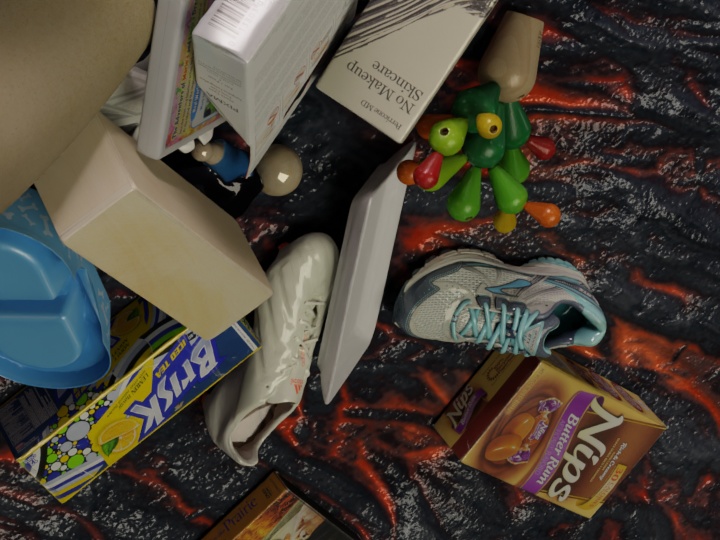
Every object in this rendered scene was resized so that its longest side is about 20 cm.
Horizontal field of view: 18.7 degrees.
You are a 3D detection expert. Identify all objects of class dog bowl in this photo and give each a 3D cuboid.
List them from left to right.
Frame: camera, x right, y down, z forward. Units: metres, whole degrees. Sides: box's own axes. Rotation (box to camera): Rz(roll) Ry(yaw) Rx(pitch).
[{"bbox_3d":[-0.240,0.010,1.553,0.111,0.050,0.200,0,143,13],"label":"dog bowl"}]

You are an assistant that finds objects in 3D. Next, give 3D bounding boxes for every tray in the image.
[{"bbox_3d":[0.000,0.000,1.730,0.107,0.022,0.201,-55,161,-55],"label":"tray"}]

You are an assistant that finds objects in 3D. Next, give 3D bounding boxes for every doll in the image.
[{"bbox_3d":[-0.131,-0.054,1.608,0.199,0.049,0.137,-15,149,-25],"label":"doll"}]

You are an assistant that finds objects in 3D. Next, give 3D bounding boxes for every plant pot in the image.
[{"bbox_3d":[-0.235,-0.138,1.404,0.200,0.187,0.188,-35,138,-27],"label":"plant pot"}]

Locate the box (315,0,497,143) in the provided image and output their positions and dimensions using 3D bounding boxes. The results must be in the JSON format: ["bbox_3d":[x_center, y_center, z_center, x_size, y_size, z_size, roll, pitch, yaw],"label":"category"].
[{"bbox_3d":[0.054,-0.198,1.579,0.082,0.068,0.200,32,104,-2],"label":"box"}]

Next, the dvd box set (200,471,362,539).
[{"bbox_3d":[-0.104,0.279,1.910,0.200,0.029,0.146,-42,136,3],"label":"dvd box set"}]

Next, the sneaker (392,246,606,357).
[{"bbox_3d":[0.122,0.032,1.818,0.199,0.086,0.078,-4,125,-31],"label":"sneaker"}]

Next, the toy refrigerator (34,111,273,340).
[{"bbox_3d":[-0.146,-0.026,1.517,0.070,0.076,0.200,-35,148,9],"label":"toy refrigerator"}]

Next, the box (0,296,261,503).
[{"bbox_3d":[-0.180,0.084,1.681,0.200,0.064,0.070,-38,135,0],"label":"box"}]

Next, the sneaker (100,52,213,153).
[{"bbox_3d":[-0.200,-0.112,1.515,0.199,0.075,0.081,-16,117,-25],"label":"sneaker"}]

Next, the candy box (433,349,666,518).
[{"bbox_3d":[0.173,0.141,1.962,0.200,0.056,0.117,26,107,-44],"label":"candy box"}]

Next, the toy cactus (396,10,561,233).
[{"bbox_3d":[0.107,-0.115,1.677,0.200,0.102,0.166,13,95,-58],"label":"toy cactus"}]

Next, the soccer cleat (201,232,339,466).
[{"bbox_3d":[-0.061,0.064,1.731,0.069,0.078,0.200,10,118,-38],"label":"soccer cleat"}]

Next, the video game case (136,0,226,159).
[{"bbox_3d":[-0.082,-0.193,1.485,0.182,0.024,0.201,-36,145,-51],"label":"video game case"}]

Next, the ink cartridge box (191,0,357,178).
[{"bbox_3d":[-0.054,-0.171,1.506,0.160,0.047,0.200,-58,173,-19],"label":"ink cartridge box"}]
